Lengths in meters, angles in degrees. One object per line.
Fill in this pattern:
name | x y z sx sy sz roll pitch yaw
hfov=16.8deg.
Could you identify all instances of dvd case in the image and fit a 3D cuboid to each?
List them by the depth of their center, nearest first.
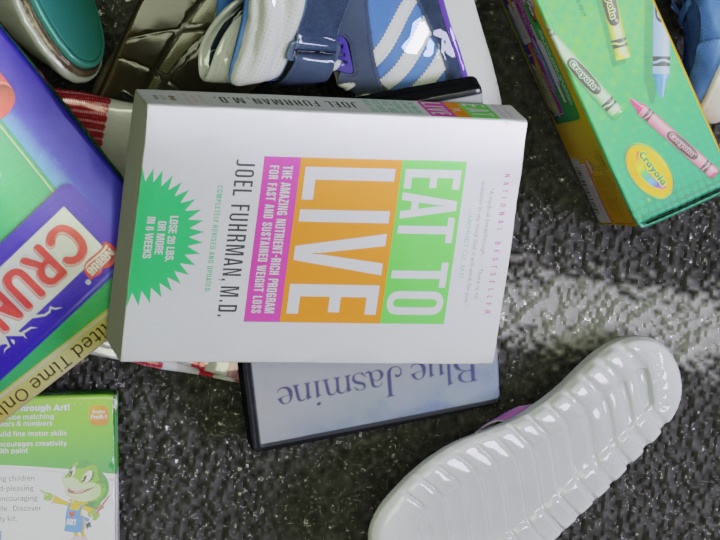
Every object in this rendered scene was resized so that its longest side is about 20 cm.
dvd case | 0.000 0.000 1.287 0.142 0.018 0.201 -11 123 -9

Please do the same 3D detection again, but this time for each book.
book | -0.022 -0.022 1.224 0.199 0.048 0.134 0 113 -20

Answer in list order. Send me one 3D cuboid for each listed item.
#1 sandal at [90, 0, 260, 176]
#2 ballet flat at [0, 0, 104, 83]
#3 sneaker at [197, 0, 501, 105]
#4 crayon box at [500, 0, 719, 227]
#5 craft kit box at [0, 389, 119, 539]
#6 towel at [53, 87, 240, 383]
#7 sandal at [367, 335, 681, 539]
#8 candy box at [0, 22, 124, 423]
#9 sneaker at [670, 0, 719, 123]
sandal | -0.100 -0.100 1.317 0.081 0.055 0.201 28 105 -11
ballet flat | -0.200 -0.184 1.306 0.069 0.069 0.201 -25 89 -3
sneaker | -0.013 -0.114 1.270 0.146 0.081 0.201 -22 131 -8
crayon box | 0.122 -0.124 1.294 0.058 0.119 0.201 -24 93 -3
craft kit box | -0.229 0.165 1.319 0.199 0.049 0.199 0 94 -4
towel | -0.117 -0.018 1.305 0.199 0.023 0.145 10 108 -7
sandal | 0.090 0.107 1.337 0.202 0.050 0.083 -31 108 -15
candy box | -0.212 -0.029 1.238 0.169 0.077 0.200 -38 106 -1
sneaker | 0.162 -0.181 1.303 0.111 0.077 0.201 12 77 -7
